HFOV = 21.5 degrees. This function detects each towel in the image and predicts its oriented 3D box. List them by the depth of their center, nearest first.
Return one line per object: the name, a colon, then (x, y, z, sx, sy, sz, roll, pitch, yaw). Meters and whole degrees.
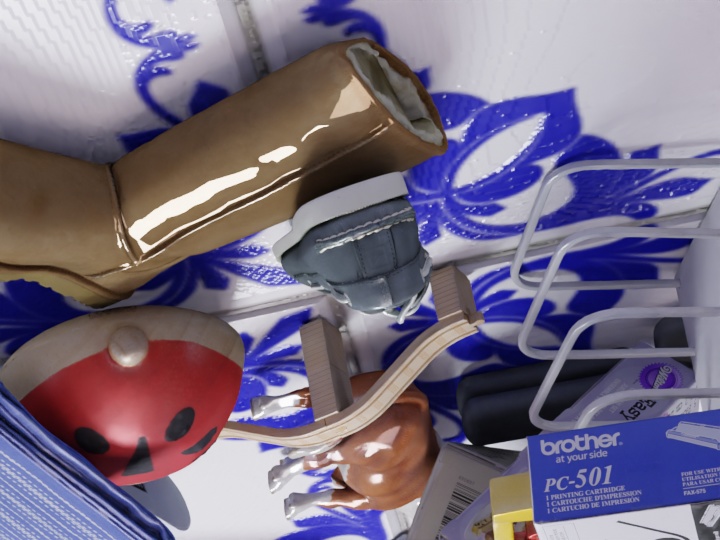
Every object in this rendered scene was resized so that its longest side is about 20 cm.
towel: (-0.194, 0.109, 1.030, 0.145, 0.024, 0.200, 43, 153, -23)

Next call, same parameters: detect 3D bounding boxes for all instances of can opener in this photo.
can opener: (0.157, 0.061, 1.179, 0.199, 0.053, 0.067, -14, 116, 2)

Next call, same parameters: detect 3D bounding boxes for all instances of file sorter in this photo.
file sorter: (0.158, 0.053, 1.009, 0.124, 0.201, 0.139, 0, 148, -10)

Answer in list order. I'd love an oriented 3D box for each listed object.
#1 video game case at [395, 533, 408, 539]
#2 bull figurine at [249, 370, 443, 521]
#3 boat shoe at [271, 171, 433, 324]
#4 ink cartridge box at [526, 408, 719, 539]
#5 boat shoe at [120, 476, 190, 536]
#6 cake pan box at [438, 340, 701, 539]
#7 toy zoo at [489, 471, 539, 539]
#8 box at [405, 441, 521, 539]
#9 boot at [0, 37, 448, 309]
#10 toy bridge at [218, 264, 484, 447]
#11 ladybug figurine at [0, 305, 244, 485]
video game case: (0.066, 0.262, 1.506, 0.199, 0.023, 0.182, 12, 143, -32)
bull figurine: (0.005, 0.119, 1.196, 0.121, 0.065, 0.200, -12, 150, 2)
boat shoe: (0.000, 0.000, 0.940, 0.072, 0.062, 0.200, -20, 174, -5)
ink cartridge box: (0.139, 0.131, 0.862, 0.093, 0.044, 0.200, -9, 147, 11)
boat shoe: (-0.178, 0.134, 1.156, 0.068, 0.074, 0.199, -33, 155, 9)
cake pan box: (0.127, 0.163, 1.125, 0.200, 0.052, 0.185, -39, 145, -31)
toy zoo: (0.130, 0.134, 0.927, 0.130, 0.021, 0.200, -6, 147, 4)
box: (0.107, 0.163, 1.226, 0.068, 0.083, 0.200, 22, -179, 27)
boot: (-0.084, -0.056, 0.879, 0.199, 0.067, 0.175, -24, 160, 22)
toy bridge: (-0.017, 0.062, 1.092, 0.199, 0.068, 0.027, -23, 148, 21)
ladybug figurine: (-0.126, 0.071, 1.026, 0.135, 0.072, 0.200, -10, 166, -7)
